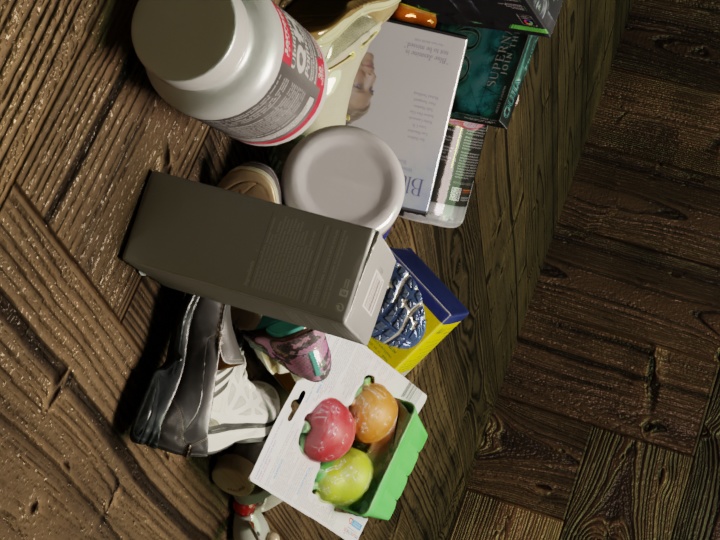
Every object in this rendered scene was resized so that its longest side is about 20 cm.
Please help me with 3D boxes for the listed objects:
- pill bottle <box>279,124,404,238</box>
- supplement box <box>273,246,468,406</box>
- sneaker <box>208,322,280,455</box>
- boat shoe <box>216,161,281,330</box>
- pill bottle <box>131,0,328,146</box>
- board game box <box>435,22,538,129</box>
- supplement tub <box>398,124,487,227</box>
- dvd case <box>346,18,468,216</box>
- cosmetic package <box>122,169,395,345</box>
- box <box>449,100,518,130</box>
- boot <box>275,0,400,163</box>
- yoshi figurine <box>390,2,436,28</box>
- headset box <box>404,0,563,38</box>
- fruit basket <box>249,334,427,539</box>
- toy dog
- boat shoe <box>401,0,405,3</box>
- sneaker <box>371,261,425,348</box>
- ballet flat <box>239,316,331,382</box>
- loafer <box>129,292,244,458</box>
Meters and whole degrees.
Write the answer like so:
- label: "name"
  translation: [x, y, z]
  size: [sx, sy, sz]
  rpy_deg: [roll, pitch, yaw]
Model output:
- label: "pill bottle"
  translation: [-0.027, -0.055, 1.329]
  size: [0.200, 0.115, 0.116]
  rpy_deg: [118, -7, -73]
- label: "supplement box"
  translation: [0.010, 0.079, 1.565]
  size: [0.200, 0.110, 0.109]
  rpy_deg: [-45, 169, 11]
- label: "sneaker"
  translation: [-0.120, 0.106, 1.344]
  size: [0.200, 0.075, 0.116]
  rpy_deg: [-14, 120, -70]
- label: "boat shoe"
  translation: [-0.104, -0.030, 1.277]
  size: [0.201, 0.072, 0.065]
  rpy_deg: [97, 12, -44]
- label: "pill bottle"
  translation: [-0.101, -0.165, 1.055]
  size: [0.200, 0.110, 0.111]
  rpy_deg: [16, 91, -75]
- label: "board game box"
  translation: [0.135, -0.266, 1.546]
  size: [0.028, 0.135, 0.201]
  rpy_deg: [34, 72, -57]
- label: "supplement tub"
  translation: [0.097, -0.165, 1.761]
  size: [0.122, 0.122, 0.201]
  rpy_deg: [-16, 122, -73]
- label: "dvd case"
  translation: [0.025, -0.169, 1.469]
  size: [0.018, 0.142, 0.201]
  rpy_deg: [-114, -144, -74]
- label: "cosmetic package"
  translation: [-0.081, -0.009, 1.125]
  size: [0.107, 0.199, 0.091]
  rpy_deg: [53, 57, -75]
- label: "box"
  translation: [0.131, -0.285, 1.650]
  size: [0.103, 0.094, 0.201]
  rpy_deg: [-25, -124, 59]
- label: "boot"
  translation: [-0.025, -0.204, 1.375]
  size: [0.200, 0.072, 0.155]
  rpy_deg: [-44, 147, -52]
- label: "yoshi figurine"
  translation: [0.030, -0.197, 1.520]
  size: [0.112, 0.111, 0.201]
  rpy_deg: [-35, 142, -77]
- label: "headset box"
  translation: [0.113, -0.336, 1.446]
  size: [0.200, 0.173, 0.093]
  rpy_deg: [35, 72, -58]
- label: "fruit basket"
  translation: [-0.023, 0.172, 1.438]
  size: [0.200, 0.093, 0.186]
  rpy_deg: [38, 71, -40]
- label: "toy dog"
  translation: [-0.099, 0.247, 1.526]
  size: [0.200, 0.096, 0.132]
  rpy_deg: [75, 34, -63]
- label: "boat shoe"
  translation: [0.057, -0.301, 1.601]
  size: [0.072, 0.060, 0.202]
  rpy_deg: [10, 93, -50]
- label: "sneaker"
  translation: [0.000, 0.000, 1.473]
  size: [0.077, 0.200, 0.085]
  rpy_deg: [-41, 175, 2]
- label: "ballet flat"
  translation: [-0.073, 0.072, 1.345]
  size: [0.200, 0.069, 0.072]
  rpy_deg: [-156, -133, -71]
- label: "loafer"
  translation: [-0.137, 0.069, 1.216]
  size: [0.073, 0.072, 0.201]
  rpy_deg: [151, -40, -80]
